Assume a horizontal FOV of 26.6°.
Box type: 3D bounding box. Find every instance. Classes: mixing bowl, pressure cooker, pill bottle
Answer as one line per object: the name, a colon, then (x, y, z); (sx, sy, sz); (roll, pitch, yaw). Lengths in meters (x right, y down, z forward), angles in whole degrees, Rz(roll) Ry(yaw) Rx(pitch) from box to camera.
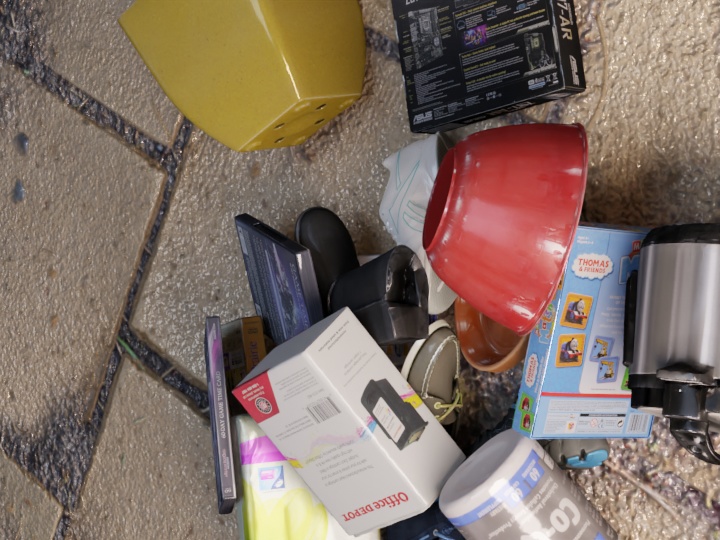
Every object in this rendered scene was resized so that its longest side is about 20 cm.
mixing bowl: (0.120, -0.050, 1.375); (0.200, 0.108, 0.202); (-166, 90, -82)
pressure cooker: (0.318, 0.067, 1.316); (0.179, 0.175, 0.202); (157, 120, -79)
pill bottle: (0.178, 0.259, 1.454); (0.200, 0.114, 0.114); (48, 125, -7)

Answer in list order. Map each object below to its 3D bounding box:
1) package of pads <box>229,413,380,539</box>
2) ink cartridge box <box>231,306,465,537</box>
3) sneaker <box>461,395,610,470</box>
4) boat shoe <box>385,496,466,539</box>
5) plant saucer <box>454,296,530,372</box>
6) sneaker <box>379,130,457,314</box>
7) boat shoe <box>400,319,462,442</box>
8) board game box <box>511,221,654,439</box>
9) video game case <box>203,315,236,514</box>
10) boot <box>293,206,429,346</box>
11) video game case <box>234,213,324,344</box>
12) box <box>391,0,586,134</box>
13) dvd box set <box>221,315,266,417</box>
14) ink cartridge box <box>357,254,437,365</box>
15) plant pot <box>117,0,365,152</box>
package of pads: (-0.057, 0.253, 1.673); (0.068, 0.153, 0.202); (167, 99, -72)
ink cartridge box: (-0.012, 0.157, 1.544); (0.200, 0.083, 0.145); (52, 139, -7)
sneaker: (0.163, 0.174, 1.547); (0.199, 0.073, 0.082); (-20, 63, 33)
boat shoe: (0.106, 0.274, 1.587); (0.200, 0.084, 0.069); (-27, 55, 52)
plant saucer: (0.152, 0.003, 1.514); (0.200, 0.032, 0.202); (-167, 90, -70)
sneaker: (0.064, -0.044, 1.587); (0.080, 0.070, 0.202); (-14, 60, 28)
boat shoe: (0.077, 0.142, 1.583); (0.060, 0.072, 0.203); (38, 135, 34)
board game box: (0.227, 0.057, 1.425); (0.037, 0.150, 0.201); (26, 109, 55)
video game case: (-0.158, 0.165, 1.709); (0.143, 0.019, 0.202); (114, 152, -73)
boot: (0.000, 0.001, 1.565); (0.200, 0.065, 0.166); (161, 92, -71)
video game case: (-0.084, 0.025, 1.671); (0.200, 0.019, 0.144); (28, 133, 63)
box: (0.128, -0.240, 1.569); (0.199, 0.043, 0.161); (-13, 83, 40)
dvd box set: (-0.135, 0.159, 1.772); (0.146, 0.029, 0.202); (157, 106, -68)
ink cartridge box: (0.015, 0.042, 1.676); (0.199, 0.042, 0.120); (-1, 91, 43)
plant pot: (-0.108, -0.245, 1.680); (0.194, 0.195, 0.201); (-34, 77, 35)
